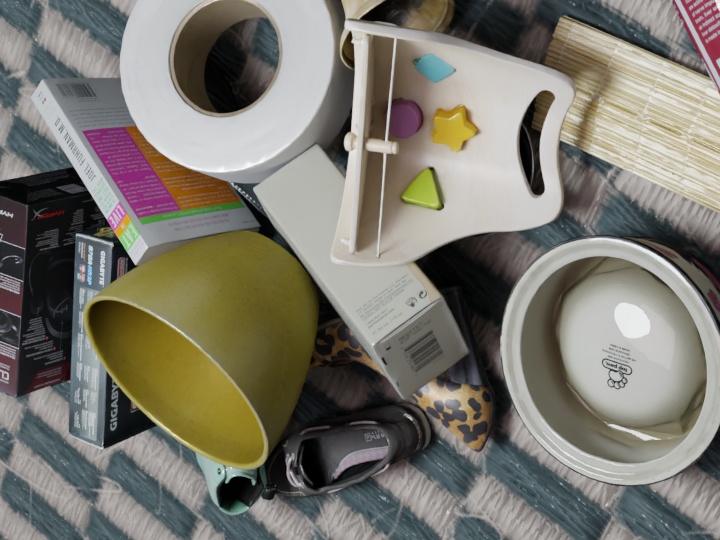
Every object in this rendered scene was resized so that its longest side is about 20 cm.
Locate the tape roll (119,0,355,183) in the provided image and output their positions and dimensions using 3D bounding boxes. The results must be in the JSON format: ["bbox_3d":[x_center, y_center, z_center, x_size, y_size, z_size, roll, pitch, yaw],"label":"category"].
[{"bbox_3d":[-0.103,-0.179,1.494,0.201,0.071,0.204,-2,84,19],"label":"tape roll"}]

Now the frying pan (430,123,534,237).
[{"bbox_3d":[0.075,-0.103,1.451,0.190,0.031,0.115,36,113,35],"label":"frying pan"}]

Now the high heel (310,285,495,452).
[{"bbox_3d":[0.020,0.106,1.519,0.199,0.071,0.143,-17,85,29],"label":"high heel"}]

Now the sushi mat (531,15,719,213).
[{"bbox_3d":[0.225,-0.120,1.348,0.199,0.012,0.096,29,119,28],"label":"sushi mat"}]

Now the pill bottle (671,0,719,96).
[{"bbox_3d":[0.270,-0.218,1.226,0.113,0.113,0.201,-30,84,38],"label":"pill bottle"}]

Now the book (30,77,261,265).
[{"bbox_3d":[-0.197,-0.095,1.574,0.048,0.133,0.200,-50,63,34],"label":"book"}]

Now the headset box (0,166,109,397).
[{"bbox_3d":[-0.284,0.016,1.589,0.077,0.149,0.201,19,112,31],"label":"headset box"}]

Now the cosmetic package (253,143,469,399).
[{"bbox_3d":[0.000,0.000,1.449,0.073,0.104,0.200,-35,57,-4],"label":"cosmetic package"}]

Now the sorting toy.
[{"bbox_3d":[0.076,-0.104,1.361,0.179,0.107,0.201,8,117,6],"label":"sorting toy"}]

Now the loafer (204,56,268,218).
[{"bbox_3d":[-0.125,-0.120,1.572,0.201,0.070,0.068,51,128,15],"label":"loafer"}]

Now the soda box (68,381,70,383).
[{"bbox_3d":[-0.233,0.023,1.691,0.063,0.068,0.201,23,114,30],"label":"soda box"}]

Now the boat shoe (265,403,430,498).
[{"bbox_3d":[-0.026,0.167,1.582,0.199,0.057,0.067,-24,87,38],"label":"boat shoe"}]

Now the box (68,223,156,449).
[{"bbox_3d":[-0.201,0.047,1.617,0.046,0.159,0.201,16,110,30],"label":"box"}]

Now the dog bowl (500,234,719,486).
[{"bbox_3d":[0.212,0.064,1.368,0.199,0.074,0.201,10,108,34],"label":"dog bowl"}]

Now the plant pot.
[{"bbox_3d":[-0.115,0.050,1.481,0.199,0.142,0.200,31,150,20],"label":"plant pot"}]

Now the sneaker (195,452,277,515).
[{"bbox_3d":[-0.105,0.128,1.592,0.118,0.073,0.201,-117,31,-53],"label":"sneaker"}]

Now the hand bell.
[{"bbox_3d":[-0.011,-0.276,1.450,0.104,0.104,0.201,-46,60,35],"label":"hand bell"}]
